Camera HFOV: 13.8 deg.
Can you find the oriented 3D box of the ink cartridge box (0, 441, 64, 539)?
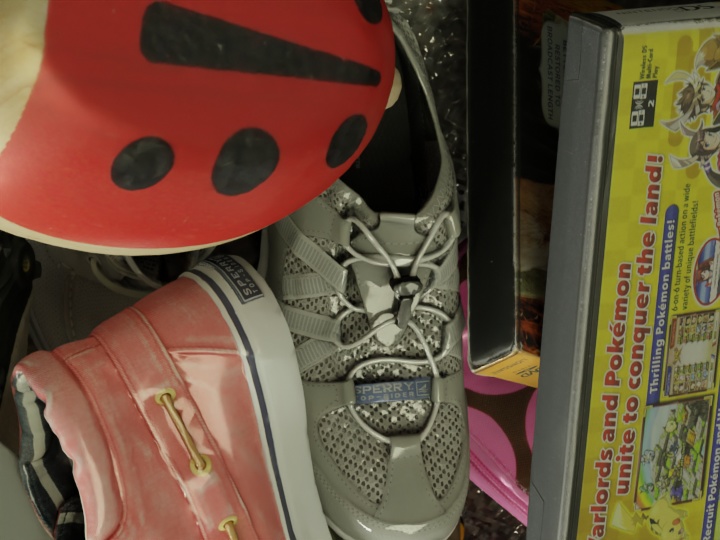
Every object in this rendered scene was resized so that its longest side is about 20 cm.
[{"bbox_3d":[-0.186,0.129,1.062,0.199,0.083,0.147,-15,138,36],"label":"ink cartridge box"}]

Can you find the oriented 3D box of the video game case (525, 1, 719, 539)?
[{"bbox_3d":[0.143,0.004,1.031,0.180,0.025,0.201,-7,111,-30],"label":"video game case"}]

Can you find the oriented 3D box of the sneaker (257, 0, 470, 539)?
[{"bbox_3d":[0.000,0.000,1.030,0.074,0.082,0.202,-10,87,-17],"label":"sneaker"}]

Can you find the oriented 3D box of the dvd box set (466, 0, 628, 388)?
[{"bbox_3d":[0.123,-0.015,1.087,0.199,0.147,0.029,16,155,-35],"label":"dvd box set"}]

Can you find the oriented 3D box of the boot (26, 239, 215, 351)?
[{"bbox_3d":[-0.084,-0.016,1.044,0.073,0.096,0.201,-10,128,-12],"label":"boot"}]

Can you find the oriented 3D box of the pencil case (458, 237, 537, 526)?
[{"bbox_3d":[0.095,0.074,1.123,0.094,0.200,0.091,-46,173,-27],"label":"pencil case"}]

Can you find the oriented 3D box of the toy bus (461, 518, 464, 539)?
[{"bbox_3d":[-0.056,0.137,1.172,0.200,0.079,0.065,-37,154,8],"label":"toy bus"}]

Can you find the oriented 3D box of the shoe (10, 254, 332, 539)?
[{"bbox_3d":[-0.061,0.095,1.023,0.091,0.071,0.201,-24,126,-20],"label":"shoe"}]

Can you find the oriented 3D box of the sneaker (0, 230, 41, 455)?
[{"bbox_3d":[-0.151,0.037,1.066,0.072,0.072,0.201,12,137,15],"label":"sneaker"}]

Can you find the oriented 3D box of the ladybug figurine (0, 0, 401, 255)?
[{"bbox_3d":[-0.063,-0.072,0.915,0.199,0.072,0.137,4,93,-36],"label":"ladybug figurine"}]

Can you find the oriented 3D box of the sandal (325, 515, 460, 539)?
[{"bbox_3d":[0.003,0.081,1.090,0.057,0.202,0.080,-25,163,-7],"label":"sandal"}]
